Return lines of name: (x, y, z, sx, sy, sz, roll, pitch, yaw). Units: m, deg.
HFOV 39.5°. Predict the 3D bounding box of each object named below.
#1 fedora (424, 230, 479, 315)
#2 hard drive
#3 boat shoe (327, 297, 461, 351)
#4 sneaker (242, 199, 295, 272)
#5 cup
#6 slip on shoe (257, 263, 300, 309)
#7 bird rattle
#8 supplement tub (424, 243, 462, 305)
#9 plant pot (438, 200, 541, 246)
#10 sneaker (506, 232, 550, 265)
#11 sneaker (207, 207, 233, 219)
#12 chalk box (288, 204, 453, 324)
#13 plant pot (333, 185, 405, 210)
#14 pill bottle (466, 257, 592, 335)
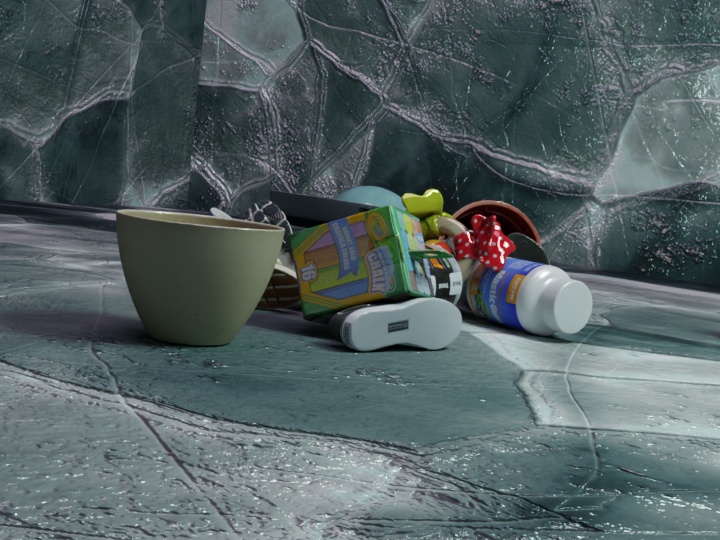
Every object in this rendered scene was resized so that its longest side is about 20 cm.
fedora: (0.186, -0.008, 1.733, 0.199, 0.090, 0.177, 23, 28, -37)
hard drive: (-0.056, -0.095, 1.695, 0.199, 0.043, 0.135, 9, -6, -4)
boat shoe: (0.047, 0.067, 1.306, 0.199, 0.069, 0.056, 0, 8, -39)
sneaker: (-0.124, -0.025, 1.604, 0.077, 0.200, 0.080, -34, -23, 1)
cup: (-0.196, 0.010, 1.195, 0.199, 0.144, 0.200, 6, 5, -1)
slip on shoe: (-0.183, 0.015, 1.530, 0.199, 0.077, 0.061, 0, 21, 5)
bird rattle: (0.142, -0.035, 1.642, 0.199, 0.164, 0.113, 32, 2, 21)
supplement tub: (0.068, 0.021, 1.519, 0.122, 0.123, 0.200, 9, 6, 24)
plant pot: (0.229, -0.025, 1.950, 0.199, 0.202, 0.195, 6, -3, -5)
sneaker: (0.320, 0.018, 1.765, 0.200, 0.084, 0.121, 50, 0, 4)
sneaker: (-0.210, 0.002, 1.637, 0.199, 0.115, 0.080, 46, 17, 30)
chalk box: (0.023, -0.010, 1.357, 0.199, 0.125, 0.124, -16, -13, 18)
plant pot: (0.005, -0.044, 1.841, 0.199, 0.201, 0.135, 7, 16, 9)
pill bottle: (0.270, 0.042, 1.602, 0.112, 0.113, 0.200, 3, 6, -32)
